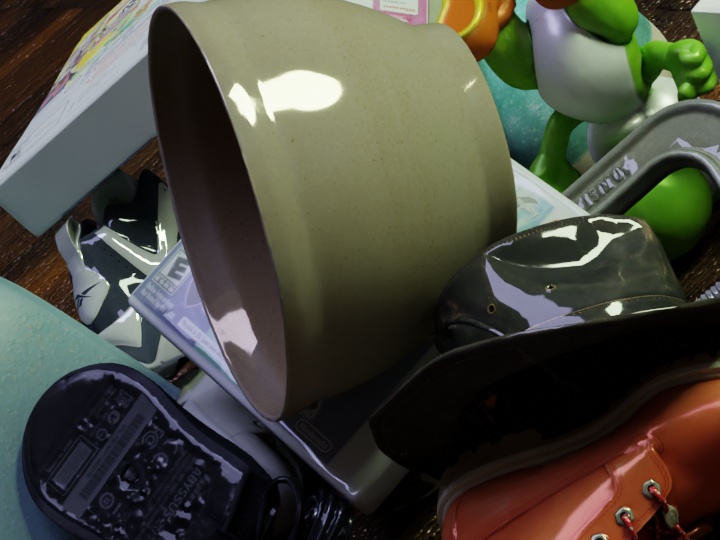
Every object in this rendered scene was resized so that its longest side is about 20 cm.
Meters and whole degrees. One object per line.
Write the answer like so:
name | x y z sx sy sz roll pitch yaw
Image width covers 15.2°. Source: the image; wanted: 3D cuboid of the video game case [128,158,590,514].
video game case | 0.000 0.000 1.360 0.182 0.023 0.200 -48 50 -5

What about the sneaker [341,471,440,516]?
sneaker | 0.014 0.061 1.417 0.089 0.078 0.201 -48 19 34

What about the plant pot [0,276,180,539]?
plant pot | -0.256 0.101 1.459 0.196 0.200 0.196 -37 15 48

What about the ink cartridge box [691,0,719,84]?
ink cartridge box | 0.240 -0.121 1.372 0.067 0.117 0.200 8 46 44

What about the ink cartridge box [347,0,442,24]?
ink cartridge box | 0.008 -0.115 1.552 0.145 0.084 0.201 116 163 -50

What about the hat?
hat | 0.095 0.024 1.216 0.200 0.200 0.081 -24 64 26

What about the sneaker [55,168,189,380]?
sneaker | -0.098 -0.015 1.566 0.198 0.130 0.079 -24 -9 -40

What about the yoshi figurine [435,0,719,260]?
yoshi figurine | 0.127 -0.077 1.373 0.112 0.200 0.112 21 72 52

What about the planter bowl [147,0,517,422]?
planter bowl | -0.007 -0.043 1.272 0.134 0.202 0.200 -15 18 -14

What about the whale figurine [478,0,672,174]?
whale figurine | 0.086 -0.090 1.550 0.200 0.104 0.160 -28 30 45

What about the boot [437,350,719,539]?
boot | 0.121 0.109 1.165 0.199 0.075 0.108 -27 33 26

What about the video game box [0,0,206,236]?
video game box | -0.111 -0.130 1.532 0.200 0.047 0.183 -37 21 33

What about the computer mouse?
computer mouse | -0.094 0.126 1.353 0.139 0.053 0.200 -50 56 2

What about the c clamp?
c clamp | 0.148 0.007 1.297 0.200 0.027 0.172 -37 56 22

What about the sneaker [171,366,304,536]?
sneaker | -0.053 0.076 1.459 0.085 0.073 0.200 -38 21 -1
